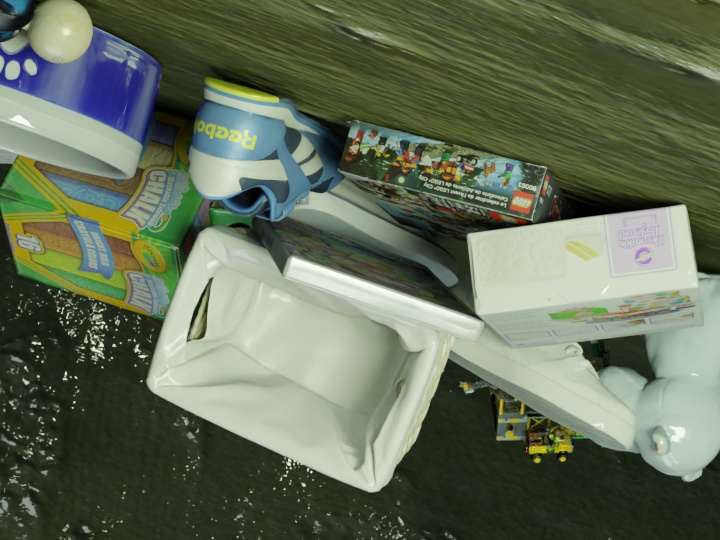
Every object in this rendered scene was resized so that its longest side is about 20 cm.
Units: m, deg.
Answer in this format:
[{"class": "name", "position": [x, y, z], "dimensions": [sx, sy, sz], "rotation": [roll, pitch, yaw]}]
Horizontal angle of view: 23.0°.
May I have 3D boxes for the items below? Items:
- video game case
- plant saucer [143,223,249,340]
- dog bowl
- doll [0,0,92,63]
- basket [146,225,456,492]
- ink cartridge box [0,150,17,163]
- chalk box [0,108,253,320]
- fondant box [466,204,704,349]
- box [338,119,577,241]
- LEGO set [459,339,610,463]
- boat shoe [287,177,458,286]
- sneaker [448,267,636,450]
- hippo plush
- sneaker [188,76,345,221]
[{"class": "video game case", "position": [0.000, 0.000, 1.262], "dimensions": [0.143, 0.018, 0.200], "rotation": [19, -173, -13]}, {"class": "plant saucer", "position": [-0.106, -0.022, 1.507], "dimensions": [0.200, 0.200, 0.032], "rotation": [16, 142, 12]}, {"class": "dog bowl", "position": [-0.238, -0.129, 1.195], "dimensions": [0.199, 0.079, 0.200], "rotation": [16, 175, 1]}, {"class": "doll", "position": [-0.254, -0.163, 1.031], "dimensions": [0.199, 0.049, 0.136], "rotation": [12, 168, -19]}, {"class": "basket", "position": [-0.036, 0.060, 1.324], "dimensions": [0.200, 0.136, 0.123], "rotation": [24, -169, 14]}, {"class": "ink cartridge box", "position": [-0.409, -0.157, 1.715], "dimensions": [0.200, 0.050, 0.161], "rotation": [24, 173, -27]}, {"class": "chalk box", "position": [-0.170, -0.046, 1.419], "dimensions": [0.199, 0.124, 0.125], "rotation": [17, 147, 11]}, {"class": "fondant box", "position": [0.160, 0.009, 1.219], "dimensions": [0.144, 0.058, 0.200], "rotation": [-8, 171, 11]}, {"class": "box", "position": [0.075, -0.051, 1.243], "dimensions": [0.136, 0.038, 0.200], "rotation": [16, 175, 15]}, {"class": "LEGO set", "position": [0.163, 0.051, 1.498], "dimensions": [0.153, 0.200, 0.116], "rotation": [4, 134, 3]}, {"class": "boat shoe", "position": [0.014, -0.041, 1.417], "dimensions": [0.073, 0.066, 0.200], "rotation": [-10, 154, 34]}, {"class": "sneaker", "position": [0.150, 0.048, 1.356], "dimensions": [0.200, 0.116, 0.074], "rotation": [31, 170, 32]}, {"class": "hippo plush", "position": [0.262, 0.084, 1.395], "dimensions": [0.200, 0.161, 0.159], "rotation": [14, 174, 34]}, {"class": "sneaker", "position": [-0.068, -0.074, 1.222], "dimensions": [0.074, 0.083, 0.200], "rotation": [14, 176, 21]}]
